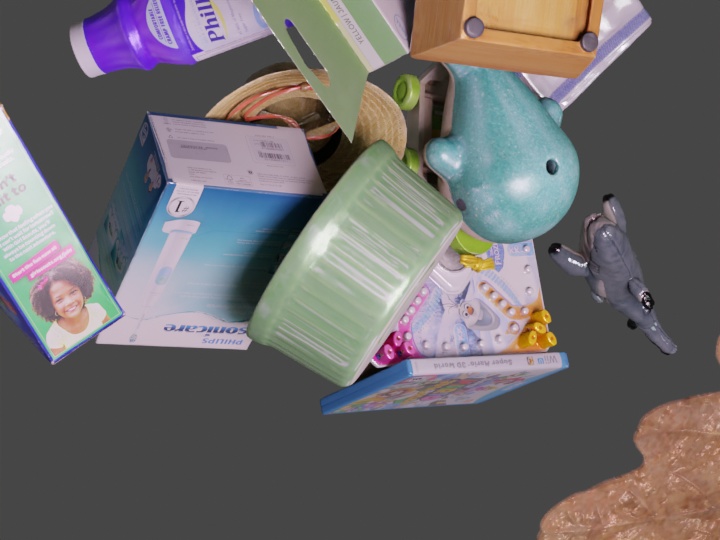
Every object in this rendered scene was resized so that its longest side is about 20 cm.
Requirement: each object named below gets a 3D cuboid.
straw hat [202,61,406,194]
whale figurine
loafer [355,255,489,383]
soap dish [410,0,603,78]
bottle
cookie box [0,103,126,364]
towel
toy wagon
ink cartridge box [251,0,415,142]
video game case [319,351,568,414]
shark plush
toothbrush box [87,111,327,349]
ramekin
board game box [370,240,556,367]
[{"bbox_3d":[-0.061,-0.133,1.393,0.199,0.086,0.202,-12,142,-9],"label":"straw hat"},{"bbox_3d":[0.127,-0.124,1.406,0.158,0.103,0.202,-20,102,-32],"label":"whale figurine"},{"bbox_3d":[0.049,0.031,1.513,0.199,0.076,0.068,-36,133,-22],"label":"loafer"},{"bbox_3d":[0.128,-0.261,1.278,0.156,0.081,0.202,4,96,-24],"label":"soap dish"},{"bbox_3d":[-0.138,-0.212,1.300,0.198,0.065,0.084,-18,100,11],"label":"bottle"},{"bbox_3d":[-0.287,-0.047,1.261,0.075,0.171,0.201,-36,121,-15],"label":"cookie box"},{"bbox_3d":[0.169,-0.260,1.484,0.147,0.024,0.200,-42,106,-9],"label":"towel"},{"bbox_3d":[0.099,-0.096,1.478,0.154,0.039,0.202,8,78,-30],"label":"toy wagon"},{"bbox_3d":[-0.016,-0.215,1.249,0.048,0.201,0.146,-24,121,22],"label":"ink cartridge box"},{"bbox_3d":[0.080,0.107,1.521,0.199,0.143,0.018,-1,72,-38],"label":"video game case"},{"bbox_3d":[0.265,0.021,1.629,0.090,0.083,0.201,-31,119,-15],"label":"shark plush"},{"bbox_3d":[-0.136,-0.028,1.349,0.145,0.086,0.201,3,136,-28],"label":"toothbrush box"},{"bbox_3d":[0.000,0.000,1.339,0.097,0.200,0.201,35,90,4],"label":"ramekin"},{"bbox_3d":[0.085,-0.017,1.492,0.198,0.026,0.202,-3,79,-29],"label":"board game box"}]
